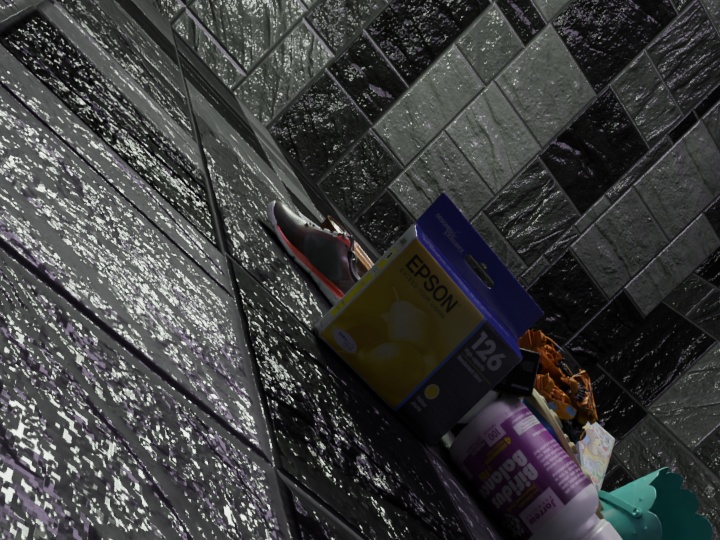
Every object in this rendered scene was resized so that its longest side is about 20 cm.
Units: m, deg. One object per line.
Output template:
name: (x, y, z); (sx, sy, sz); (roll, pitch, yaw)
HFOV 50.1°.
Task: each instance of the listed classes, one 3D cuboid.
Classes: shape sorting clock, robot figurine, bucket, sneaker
shape sorting clock: (0.264, 0.241, 1.002); (0.204, 0.039, 0.200); (63, -3, 7)
robot figurine: (0.299, 0.175, 1.161); (0.199, 0.057, 0.148); (35, 42, -41)
bucket: (0.398, 0.389, 1.059); (0.206, 0.133, 0.211); (34, 41, -35)
sneaker: (-0.049, -0.031, 1.071); (0.201, 0.082, 0.077); (49, 5, 6)

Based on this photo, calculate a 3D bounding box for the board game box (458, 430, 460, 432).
board game box: (0.222, 0.308, 1.189); (0.199, 0.030, 0.096); (41, 9, -43)

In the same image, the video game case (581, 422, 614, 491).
video game case: (0.331, 0.271, 1.292); (0.199, 0.023, 0.182); (42, 36, 6)

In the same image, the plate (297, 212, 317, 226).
plate: (-0.025, 0.006, 1.310); (0.201, 0.032, 0.200); (52, 5, 22)

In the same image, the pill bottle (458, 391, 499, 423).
pill bottle: (0.168, 0.178, 1.210); (0.113, 0.112, 0.200); (48, 5, 15)

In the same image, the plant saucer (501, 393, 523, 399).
plant saucer: (0.264, 0.216, 1.161); (0.199, 0.032, 0.204); (38, 38, -37)

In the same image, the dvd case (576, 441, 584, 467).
dvd case: (0.292, 0.252, 1.242); (0.148, 0.025, 0.202); (29, 37, -12)

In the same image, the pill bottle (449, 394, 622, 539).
pill bottle: (0.201, 0.254, 0.888); (0.201, 0.112, 0.112); (49, 5, 24)

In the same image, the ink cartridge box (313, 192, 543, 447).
ink cartridge box: (0.084, 0.059, 0.837); (0.198, 0.200, 0.047); (45, 4, -21)

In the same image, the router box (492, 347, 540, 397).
router box: (0.118, 0.109, 0.974); (0.195, 0.054, 0.157); (14, -8, 9)

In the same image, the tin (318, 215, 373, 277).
tin: (0.000, 0.000, 1.199); (0.201, 0.042, 0.112); (52, 3, 19)
